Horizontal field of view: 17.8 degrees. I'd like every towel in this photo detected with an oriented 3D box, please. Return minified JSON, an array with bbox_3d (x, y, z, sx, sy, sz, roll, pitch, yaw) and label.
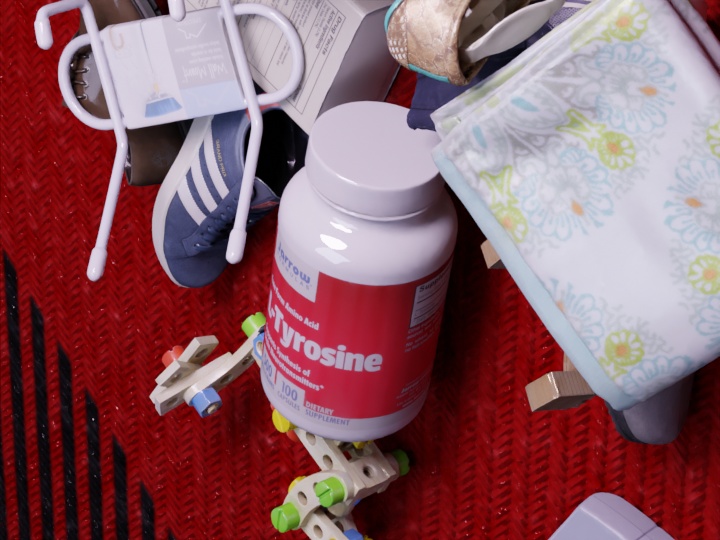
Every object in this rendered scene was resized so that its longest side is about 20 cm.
[{"bbox_3d":[0.148,-0.042,1.247,0.171,0.048,0.201,-35,92,35],"label":"towel"}]

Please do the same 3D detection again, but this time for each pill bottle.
[{"bbox_3d":[0.000,0.000,1.433,0.112,0.112,0.201,35,137,28],"label":"pill bottle"}]

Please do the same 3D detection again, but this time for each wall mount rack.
[{"bbox_3d":[-0.125,-0.092,1.438,0.199,0.074,0.175,-6,103,36],"label":"wall mount rack"}]

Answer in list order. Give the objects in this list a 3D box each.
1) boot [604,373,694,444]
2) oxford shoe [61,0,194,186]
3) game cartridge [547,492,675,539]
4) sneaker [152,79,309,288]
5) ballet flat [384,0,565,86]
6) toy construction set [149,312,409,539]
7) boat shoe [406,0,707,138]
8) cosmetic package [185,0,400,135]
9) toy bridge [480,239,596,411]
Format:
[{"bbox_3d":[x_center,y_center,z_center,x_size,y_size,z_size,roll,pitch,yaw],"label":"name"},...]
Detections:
[{"bbox_3d":[0.209,0.025,1.301,0.131,0.070,0.202,17,123,32],"label":"boot"},{"bbox_3d":[-0.166,-0.143,1.526,0.201,0.084,0.073,68,171,-21],"label":"oxford shoe"},{"bbox_3d":[0.186,0.242,1.436,0.200,0.041,0.133,50,130,15],"label":"game cartridge"},{"bbox_3d":[-0.077,-0.054,1.524,0.085,0.075,0.201,46,133,31],"label":"sneaker"},{"bbox_3d":[0.101,-0.175,1.250,0.200,0.071,0.065,-47,60,0],"label":"ballet flat"},{"bbox_3d":[-0.048,0.105,1.565,0.200,0.092,0.131,42,136,12],"label":"toy construction set"},{"bbox_3d":[0.108,-0.114,1.308,0.199,0.074,0.094,5,84,48],"label":"boat shoe"},{"bbox_3d":[-0.057,-0.193,1.450,0.200,0.073,0.104,46,133,19],"label":"cosmetic package"},{"bbox_3d":[0.104,-0.014,1.376,0.027,0.067,0.202,-38,61,45],"label":"toy bridge"}]
